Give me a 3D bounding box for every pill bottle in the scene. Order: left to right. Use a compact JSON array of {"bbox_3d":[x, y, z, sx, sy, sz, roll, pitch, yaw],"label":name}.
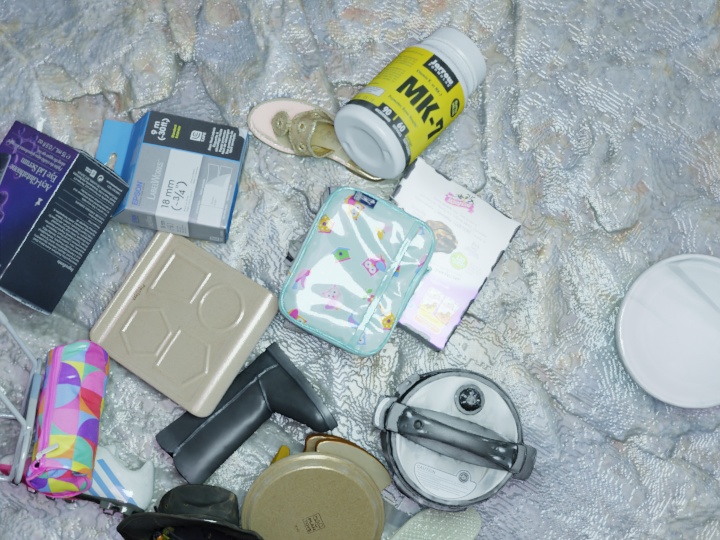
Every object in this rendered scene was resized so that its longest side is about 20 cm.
[{"bbox_3d":[0.069,-0.223,1.582,0.114,0.114,0.200,43,67,3],"label":"pill bottle"}]

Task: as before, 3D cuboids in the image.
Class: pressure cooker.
[{"bbox_3d":[0.111,0.207,1.510,0.175,0.200,0.179,-24,86,-5],"label":"pressure cooker"}]

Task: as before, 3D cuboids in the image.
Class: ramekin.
[{"bbox_3d":[0.427,0.082,1.588,0.201,0.094,0.203,0,84,-1],"label":"ramekin"}]

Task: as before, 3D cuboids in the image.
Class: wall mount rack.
[{"bbox_3d":[-0.435,0.157,1.488,0.074,0.200,0.174,11,124,-16],"label":"wall mount rack"}]

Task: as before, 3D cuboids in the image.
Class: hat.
[{"bbox_3d":[-0.200,0.317,1.516,0.200,0.201,0.081,13,54,-1],"label":"hat"}]

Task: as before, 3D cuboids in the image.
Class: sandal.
[{"bbox_3d":[-0.051,-0.183,1.612,0.211,0.070,0.078,23,83,1],"label":"sandal"}]

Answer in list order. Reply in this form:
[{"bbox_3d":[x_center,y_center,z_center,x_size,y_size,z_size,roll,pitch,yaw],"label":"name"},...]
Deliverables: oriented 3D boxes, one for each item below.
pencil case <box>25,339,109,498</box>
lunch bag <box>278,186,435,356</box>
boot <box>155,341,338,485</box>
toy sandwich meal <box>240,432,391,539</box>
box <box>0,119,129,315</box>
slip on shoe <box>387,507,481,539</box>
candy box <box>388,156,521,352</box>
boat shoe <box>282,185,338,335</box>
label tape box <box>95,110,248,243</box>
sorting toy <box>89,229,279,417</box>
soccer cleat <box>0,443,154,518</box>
[{"bbox_3d":[-0.366,0.185,1.514,0.088,0.089,0.201,1,53,-2],"label":"pencil case"},{"bbox_3d":[0.000,0.000,1.520,0.160,0.077,0.201,27,85,2],"label":"lunch bag"},{"bbox_3d":[-0.145,0.205,1.540,0.200,0.066,0.165,-37,45,-9],"label":"boot"},{"bbox_3d":[-0.059,0.305,1.557,0.204,0.070,0.206,-1,107,-4],"label":"toy sandwich meal"},{"bbox_3d":[-0.417,-0.068,1.539,0.148,0.104,0.200,24,80,36],"label":"box"},{"bbox_3d":[0.070,0.366,1.564,0.200,0.061,0.074,-32,73,-18],"label":"slip on shoe"},{"bbox_3d":[0.089,-0.020,1.599,0.167,0.072,0.200,33,84,2],"label":"candy box"},{"bbox_3d":[-0.067,-0.016,1.596,0.070,0.071,0.201,9,90,-4],"label":"boat shoe"},{"bbox_3d":[-0.259,-0.129,1.591,0.199,0.063,0.145,11,73,-2],"label":"label tape box"},{"bbox_3d":[-0.229,0.067,1.579,0.200,0.036,0.185,31,83,17],"label":"sorting toy"},{"bbox_3d":[-0.362,0.258,1.560,0.199,0.070,0.087,17,66,-1],"label":"soccer cleat"}]
